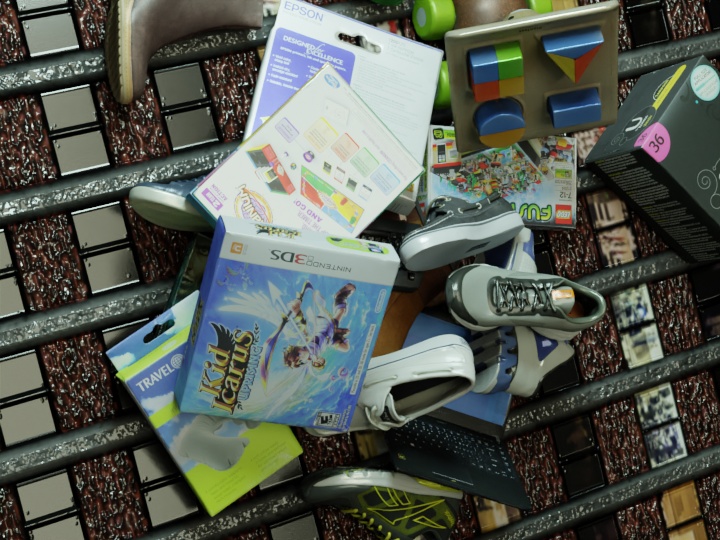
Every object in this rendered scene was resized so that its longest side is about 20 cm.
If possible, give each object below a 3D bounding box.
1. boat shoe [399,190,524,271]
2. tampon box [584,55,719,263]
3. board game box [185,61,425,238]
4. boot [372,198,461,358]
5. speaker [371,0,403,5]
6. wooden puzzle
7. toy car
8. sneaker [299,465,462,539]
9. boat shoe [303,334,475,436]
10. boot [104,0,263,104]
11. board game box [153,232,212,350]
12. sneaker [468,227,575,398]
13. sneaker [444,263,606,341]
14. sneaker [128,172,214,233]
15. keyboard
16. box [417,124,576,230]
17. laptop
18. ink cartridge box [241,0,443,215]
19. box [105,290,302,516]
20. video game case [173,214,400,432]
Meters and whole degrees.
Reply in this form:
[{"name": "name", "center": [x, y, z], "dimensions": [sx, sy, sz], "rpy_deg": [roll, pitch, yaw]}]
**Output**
[{"name": "boat shoe", "center": [0.102, -0.052, 1.614], "dimensions": [0.199, 0.070, 0.066], "rpy_deg": [-17, 72, -45]}, {"name": "tampon box", "center": [0.405, -0.130, 1.799], "dimensions": [0.200, 0.126, 0.150], "rpy_deg": [41, 70, -17]}, {"name": "board game box", "center": [-0.056, -0.089, 1.522], "dimensions": [0.200, 0.040, 0.153], "rpy_deg": [-44, 97, -13]}, {"name": "boot", "center": [0.000, 0.000, 1.628], "dimensions": [0.188, 0.068, 0.200], "rpy_deg": [45, 65, -22]}, {"name": "speaker", "center": [0.055, -0.402, 1.677], "dimensions": [0.088, 0.088, 0.201], "rpy_deg": [30, 74, -20]}, {"name": "wooden puzzle", "center": [0.189, -0.196, 1.604], "dimensions": [0.184, 0.200, 0.046], "rpy_deg": [-11, 55, 0]}, {"name": "toy car", "center": [0.178, -0.263, 1.662], "dimensions": [0.163, 0.200, 0.159], "rpy_deg": [-8, 90, -25]}, {"name": "sneaker", "center": [0.027, 0.259, 1.623], "dimensions": [0.199, 0.074, 0.085], "rpy_deg": [7, 84, -24]}, {"name": "boat shoe", "center": [0.029, 0.135, 1.568], "dimensions": [0.199, 0.066, 0.072], "rpy_deg": [-20, 127, 7]}, {"name": "boot", "center": [-0.180, -0.266, 1.565], "dimensions": [0.165, 0.072, 0.201], "rpy_deg": [5, 81, -23]}, {"name": "board game box", "center": [-0.112, 0.058, 1.598], "dimensions": [0.199, 0.028, 0.136], "rpy_deg": [23, 77, -22]}, {"name": "sneaker", "center": [0.185, 0.062, 1.705], "dimensions": [0.115, 0.080, 0.200], "rpy_deg": [22, 63, -30]}, {"name": "sneaker", "center": [0.179, 0.028, 1.613], "dimensions": [0.199, 0.079, 0.074], "rpy_deg": [8, 73, -30]}, {"name": "sneaker", "center": [-0.148, -0.085, 1.573], "dimensions": [0.199, 0.075, 0.085], "rpy_deg": [10, 75, -30]}, {"name": "keyboard", "center": [-0.016, -0.012, 1.566], "dimensions": [0.199, 0.040, 0.105], "rpy_deg": [7, 82, -23]}, {"name": "box", "center": [0.159, -0.106, 1.733], "dimensions": [0.199, 0.035, 0.111], "rpy_deg": [2, 86, -25]}, {"name": "laptop", "center": [0.115, 0.149, 1.656], "dimensions": [0.176, 0.200, 0.104], "rpy_deg": [19, 115, -22]}, {"name": "ink cartridge box", "center": [-0.018, -0.180, 1.612], "dimensions": [0.197, 0.043, 0.201], "rpy_deg": [18, 63, -12]}, {"name": "box", "center": [-0.159, 0.137, 1.539], "dimensions": [0.122, 0.048, 0.201], "rpy_deg": [-34, 109, -13]}, {"name": "video game case", "center": [-0.074, 0.057, 1.477], "dimensions": [0.180, 0.045, 0.201], "rpy_deg": [9, 111, -18]}]
